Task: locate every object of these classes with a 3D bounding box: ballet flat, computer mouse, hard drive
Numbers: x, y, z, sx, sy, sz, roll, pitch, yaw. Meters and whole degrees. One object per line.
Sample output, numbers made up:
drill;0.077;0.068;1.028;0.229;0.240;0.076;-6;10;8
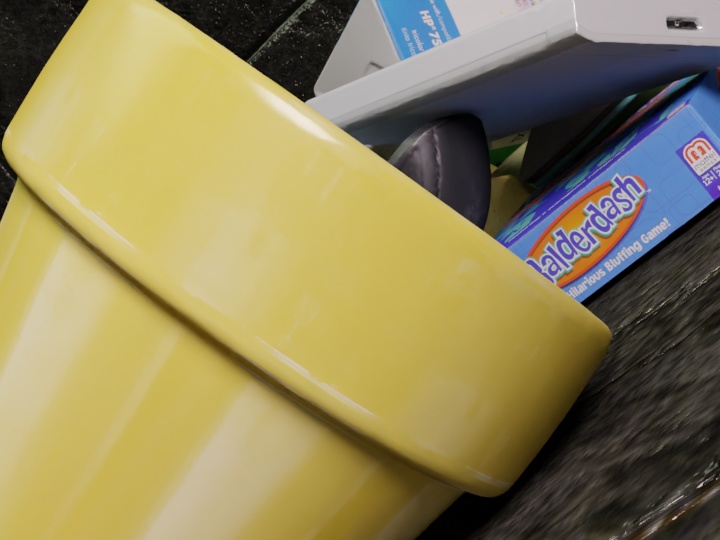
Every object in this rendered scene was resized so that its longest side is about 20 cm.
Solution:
ballet flat;0.146;-0.126;0.803;0.200;0.064;0.067;-40;1;30
computer mouse;0.028;0.012;0.775;0.140;0.046;0.201;-2;-50;-57
hard drive;0.081;-0.094;0.719;0.131;0.027;0.199;-5;-6;-36

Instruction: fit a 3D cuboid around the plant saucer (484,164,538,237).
plant saucer;0.000;0.000;0.953;0.200;0.199;0.049;-45;-40;-14

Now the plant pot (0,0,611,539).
plant pot;-0.051;0.040;0.488;0.190;0.200;0.201;-54;1;3

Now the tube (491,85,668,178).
tube;0.168;-0.100;0.878;0.199;0.058;0.052;-27;43;27

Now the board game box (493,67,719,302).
board game box;0.132;-0.042;0.763;0.152;0.045;0.200;-40;1;25

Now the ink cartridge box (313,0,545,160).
ink cartridge box;0.085;-0.126;0.887;0.198;0.068;0.116;-14;-19;-24

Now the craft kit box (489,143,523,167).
craft kit box;0.150;-0.107;1.069;0.196;0.049;0.200;-22;-1;-7
